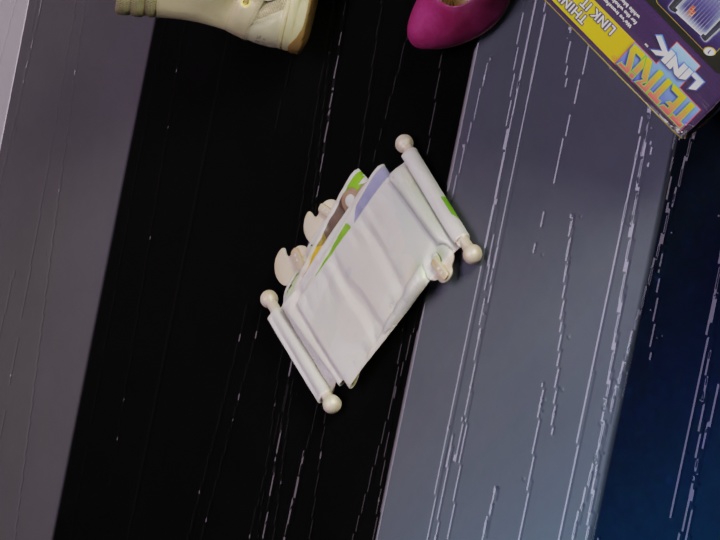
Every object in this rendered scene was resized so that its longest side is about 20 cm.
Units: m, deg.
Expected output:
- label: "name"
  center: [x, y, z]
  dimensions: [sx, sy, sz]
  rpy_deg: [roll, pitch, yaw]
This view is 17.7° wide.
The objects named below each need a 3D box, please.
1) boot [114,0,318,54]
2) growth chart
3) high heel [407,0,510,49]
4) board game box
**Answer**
- label: "boot"
  center: [-0.095, -0.270, 1.684]
  dimensions: [0.073, 0.155, 0.201]
  rpy_deg: [-66, -12, -82]
- label: "growth chart"
  center: [0.000, 0.000, 1.621]
  dimensions: [0.200, 0.018, 0.145]
  rpy_deg: [-50, 48, 32]
- label: "high heel"
  center: [0.072, -0.216, 1.513]
  dimensions: [0.200, 0.096, 0.068]
  rpy_deg: [-36, 57, 41]
- label: "board game box"
  center: [0.179, -0.204, 1.338]
  dimensions: [0.200, 0.057, 0.165]
  rpy_deg: [47, 126, 5]
